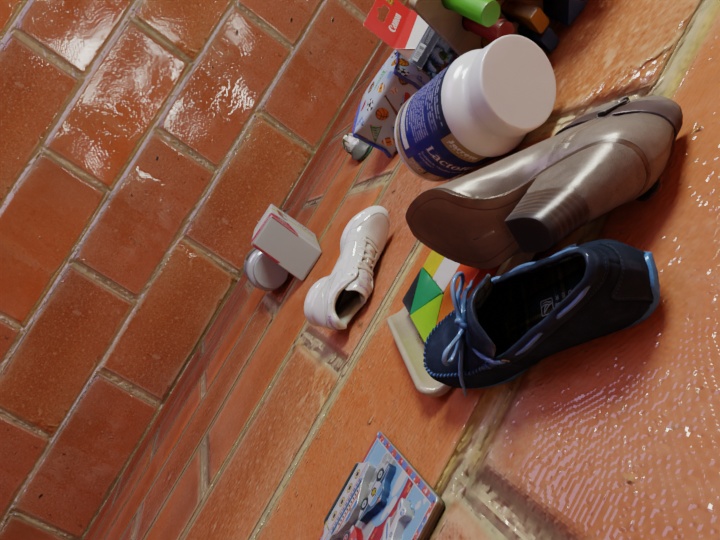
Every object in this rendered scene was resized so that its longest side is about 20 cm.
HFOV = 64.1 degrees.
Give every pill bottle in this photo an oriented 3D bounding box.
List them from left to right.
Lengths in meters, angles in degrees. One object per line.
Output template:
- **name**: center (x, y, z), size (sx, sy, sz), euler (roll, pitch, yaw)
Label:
- **pill bottle**: center (-0.246, -0.007, 1.515), size (0.116, 0.113, 0.200), euler (-58, 15, -5)
- **pill bottle**: center (0.124, -0.179, 0.658), size (0.118, 0.114, 0.199), euler (-61, 15, -13)

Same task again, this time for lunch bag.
- **lunch bag**: center (0.075, -0.362, 1.172), size (0.170, 0.122, 0.203), euler (-46, 26, 38)

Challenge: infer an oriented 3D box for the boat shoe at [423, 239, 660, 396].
- **boat shoe**: center (0.098, 0.025, 0.393), size (0.200, 0.067, 0.086), euler (-44, 43, 46)

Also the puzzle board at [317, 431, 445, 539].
- **puzzle board**: center (-0.015, 0.243, 0.465), size (0.203, 0.017, 0.150), euler (-59, 15, -5)

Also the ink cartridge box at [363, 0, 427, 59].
- **ink cartridge box**: center (0.112, -0.423, 1.018), size (0.050, 0.198, 0.163), euler (-40, 23, 43)

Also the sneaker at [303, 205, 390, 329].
- **sneaker**: center (0.000, 0.000, 0.834), size (0.099, 0.074, 0.203), euler (13, 70, 54)

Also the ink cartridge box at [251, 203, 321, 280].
- **ink cartridge box**: center (-0.176, -0.073, 1.357), size (0.084, 0.144, 0.200), euler (-54, 15, 6)

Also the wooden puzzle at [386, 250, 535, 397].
- **wooden puzzle**: center (0.096, -0.001, 0.551), size (0.202, 0.037, 0.185), euler (-56, 15, 9)

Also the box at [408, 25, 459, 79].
- **box**: center (0.167, -0.321, 0.734), size (0.203, 0.135, 0.040), euler (-58, 40, 17)

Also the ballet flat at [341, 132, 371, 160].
- **ballet flat**: center (-0.018, -0.334, 1.524), size (0.068, 0.063, 0.200), euler (-56, 15, 6)

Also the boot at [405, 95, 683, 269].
- **boot**: center (0.137, -0.071, 0.444), size (0.146, 0.071, 0.199), euler (-40, 24, -18)

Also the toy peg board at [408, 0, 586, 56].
- **toy peg board**: center (0.193, -0.322, 0.652), size (0.202, 0.197, 0.098), euler (-53, 42, 14)
